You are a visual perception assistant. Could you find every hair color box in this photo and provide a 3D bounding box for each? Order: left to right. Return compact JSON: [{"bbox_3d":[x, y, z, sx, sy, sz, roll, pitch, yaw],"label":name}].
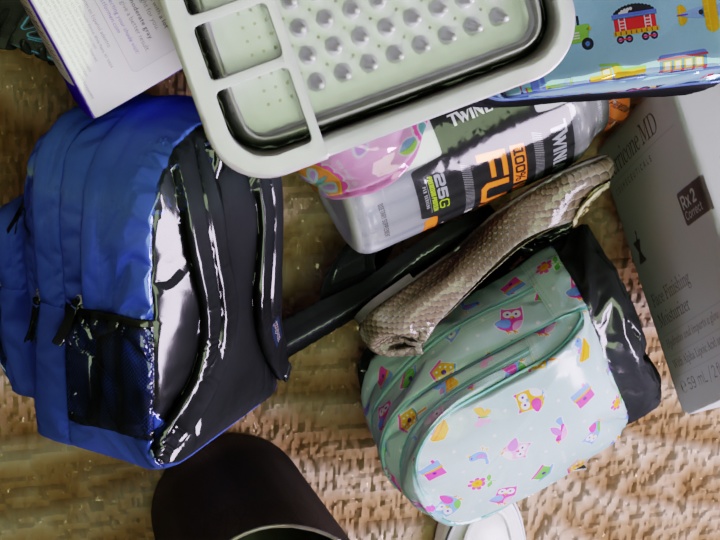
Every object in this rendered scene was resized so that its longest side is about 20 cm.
[{"bbox_3d":[-0.099,-0.188,0.951,0.199,0.065,0.110,-31,116,-9],"label":"hair color box"}]

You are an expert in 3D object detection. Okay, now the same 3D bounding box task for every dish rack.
[{"bbox_3d":[-0.004,-0.155,0.834,0.198,0.044,0.173,-20,102,-6],"label":"dish rack"}]

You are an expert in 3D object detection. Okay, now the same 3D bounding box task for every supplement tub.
[{"bbox_3d":[0.063,-0.102,1.062,0.199,0.123,0.123,-24,114,-7],"label":"supplement tub"}]

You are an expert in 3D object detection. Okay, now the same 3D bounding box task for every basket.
[{"bbox_3d":[-0.067,0.197,1.084,0.135,0.200,0.182,-25,115,-8],"label":"basket"}]

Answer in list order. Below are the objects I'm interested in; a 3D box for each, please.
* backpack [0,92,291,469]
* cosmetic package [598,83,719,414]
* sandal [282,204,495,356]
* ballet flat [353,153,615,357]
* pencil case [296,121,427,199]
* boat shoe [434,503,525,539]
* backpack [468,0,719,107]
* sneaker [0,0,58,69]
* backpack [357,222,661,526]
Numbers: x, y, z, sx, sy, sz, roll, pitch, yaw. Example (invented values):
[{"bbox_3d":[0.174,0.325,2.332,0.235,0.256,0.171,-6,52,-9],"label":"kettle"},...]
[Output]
[{"bbox_3d":[-0.139,-0.007,1.005,0.166,0.162,0.202,12,113,19],"label":"backpack"},{"bbox_3d":[0.278,-0.032,1.087,0.163,0.165,0.202,-15,79,-11],"label":"cosmetic package"},{"bbox_3d":[-0.001,0.000,1.110,0.199,0.075,0.048,-30,82,-2],"label":"sandal"},{"bbox_3d":[0.086,-0.006,1.073,0.199,0.067,0.047,-35,78,5],"label":"ballet flat"},{"bbox_3d":[-0.039,-0.132,0.916,0.087,0.087,0.200,-38,118,-1],"label":"pencil case"},{"bbox_3d":[0.096,0.254,1.226,0.073,0.065,0.202,-8,111,-13],"label":"boat shoe"},{"bbox_3d":[0.128,-0.198,0.938,0.181,0.135,0.202,-3,92,-4],"label":"backpack"},{"bbox_3d":[-0.191,-0.152,0.993,0.198,0.073,0.083,-12,107,-12],"label":"sneaker"},{"bbox_3d":[0.097,0.077,1.128,0.199,0.127,0.168,-28,124,-1],"label":"backpack"}]
